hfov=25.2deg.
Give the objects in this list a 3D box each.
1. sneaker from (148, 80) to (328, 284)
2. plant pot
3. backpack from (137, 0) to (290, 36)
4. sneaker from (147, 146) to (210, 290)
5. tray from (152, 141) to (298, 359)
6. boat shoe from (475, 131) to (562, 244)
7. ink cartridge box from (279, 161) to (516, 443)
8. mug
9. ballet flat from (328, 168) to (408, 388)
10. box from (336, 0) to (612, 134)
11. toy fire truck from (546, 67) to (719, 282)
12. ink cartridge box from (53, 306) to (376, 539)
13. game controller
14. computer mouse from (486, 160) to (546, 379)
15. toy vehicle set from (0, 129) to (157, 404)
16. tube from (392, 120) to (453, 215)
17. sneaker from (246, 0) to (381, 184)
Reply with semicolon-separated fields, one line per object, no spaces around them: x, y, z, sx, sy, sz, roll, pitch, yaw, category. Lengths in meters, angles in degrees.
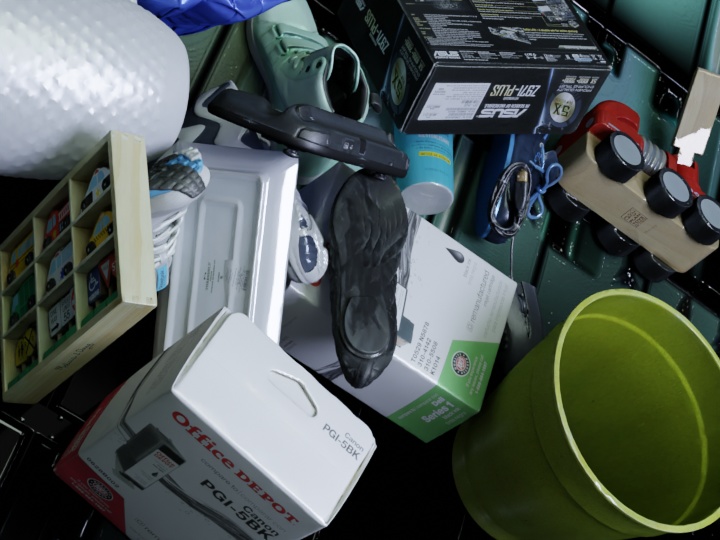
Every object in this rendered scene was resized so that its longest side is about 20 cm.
-0.115;-0.046;1.275;0.200;0.129;0.080;60;3;25;sneaker
0.181;0.145;1.343;0.199;0.193;0.202;16;59;-28;plant pot
-0.162;-0.268;1.293;0.167;0.199;0.164;-23;104;-36;backpack
-0.156;-0.030;1.189;0.075;0.200;0.087;-32;97;-32;sneaker
-0.108;0.006;1.216;0.022;0.107;0.202;1;95;-70;tray
0.161;-0.105;1.524;0.068;0.084;0.201;25;57;-10;boat shoe
0.018;0.026;1.355;0.199;0.084;0.147;34;52;-18;ink cartridge box
-0.219;-0.163;1.153;0.174;0.147;0.202;7;74;-29;mug
0.000;0.000;1.278;0.066;0.057;0.201;12;53;-9;ballet flat
0.104;-0.212;1.488;0.199;0.086;0.164;-4;51;-30;box
0.293;-0.121;1.616;0.176;0.129;0.201;33;41;-18;toy fire truck
-0.107;0.132;1.137;0.147;0.200;0.083;42;51;-10;ink cartridge box
-0.037;-0.103;1.238;0.200;0.104;0.042;9;94;-66;game controller
0.143;0.002;1.444;0.058;0.034;0.202;-3;93;-28;computer mouse
-0.204;0.003;1.132;0.026;0.200;0.125;8;62;-34;toy vehicle set
0.058;-0.147;1.500;0.077;0.050;0.201;18;52;-27;tube
-0.037;-0.189;1.401;0.073;0.118;0.202;3;65;-33;sneaker
